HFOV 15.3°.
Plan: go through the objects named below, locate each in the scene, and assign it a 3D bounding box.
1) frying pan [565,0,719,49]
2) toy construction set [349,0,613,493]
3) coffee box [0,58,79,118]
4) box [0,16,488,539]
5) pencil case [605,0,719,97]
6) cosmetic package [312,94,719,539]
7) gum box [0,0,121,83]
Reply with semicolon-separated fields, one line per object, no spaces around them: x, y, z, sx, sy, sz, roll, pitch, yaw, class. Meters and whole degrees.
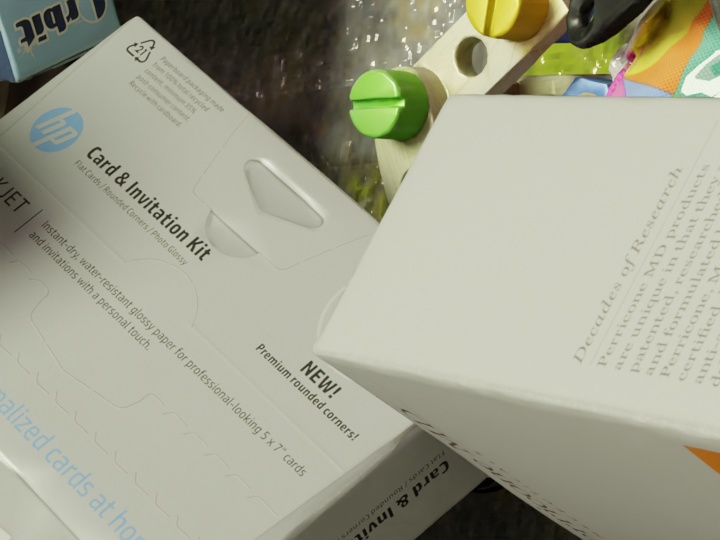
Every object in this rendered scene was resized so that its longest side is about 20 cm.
0.081;-0.066;0.534;0.190;0.031;0.115;99;163;-56;frying pan
0.000;0.000;0.733;0.200;0.092;0.132;-16;81;53;toy construction set
-0.154;-0.113;0.942;0.080;0.114;0.201;42;111;52;coffee box
-0.081;0.046;0.643;0.200;0.041;0.156;-40;55;-13;box
0.118;-0.103;0.619;0.088;0.088;0.201;25;97;51;pencil case
0.086;0.020;0.523;0.071;0.101;0.200;-60;25;-11;cosmetic package
-0.160;-0.158;0.784;0.170;0.044;0.201;7;118;48;gum box
